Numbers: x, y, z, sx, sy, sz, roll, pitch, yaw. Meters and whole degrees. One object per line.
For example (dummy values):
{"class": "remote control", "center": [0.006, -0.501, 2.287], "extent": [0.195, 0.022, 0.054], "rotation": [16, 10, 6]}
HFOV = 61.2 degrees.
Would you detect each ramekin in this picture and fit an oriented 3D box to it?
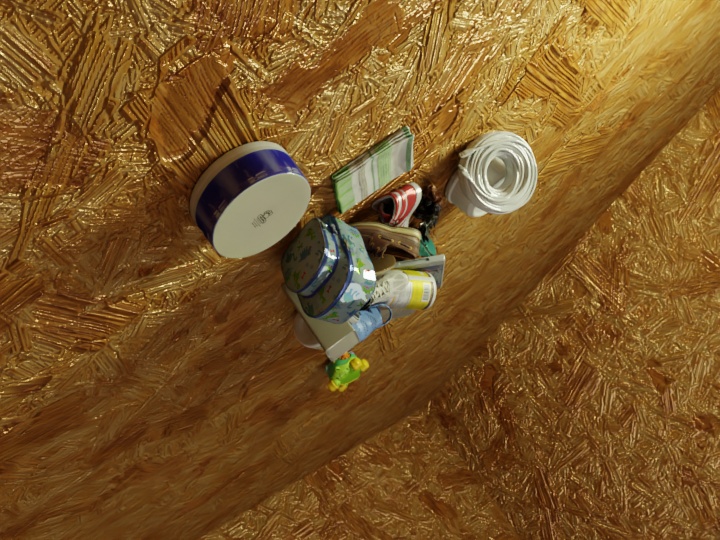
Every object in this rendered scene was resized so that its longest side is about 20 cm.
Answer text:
{"class": "ramekin", "center": [0.331, -0.233, 1.635], "extent": [0.201, 0.095, 0.203], "rotation": [-34, 158, -16]}

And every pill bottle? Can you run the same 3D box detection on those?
{"class": "pill bottle", "center": [0.110, 0.052, 1.732], "extent": [0.197, 0.110, 0.110], "rotation": [6, 137, -27]}
{"class": "pill bottle", "center": [-0.087, 0.157, 1.615], "extent": [0.111, 0.112, 0.200], "rotation": [-42, 156, 8]}

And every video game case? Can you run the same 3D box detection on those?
{"class": "video game case", "center": [0.160, 0.016, 1.829], "extent": [0.179, 0.023, 0.201], "rotation": [-9, 156, 1]}

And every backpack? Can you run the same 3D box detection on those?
{"class": "backpack", "center": [-0.073, 0.003, 1.294], "extent": [0.146, 0.201, 0.183], "rotation": [19, 123, -42]}

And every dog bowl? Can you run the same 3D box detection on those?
{"class": "dog bowl", "center": [-0.185, -0.117, 1.042], "extent": [0.199, 0.079, 0.201], "rotation": [-33, 158, -15]}

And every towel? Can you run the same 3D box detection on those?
{"class": "towel", "center": [0.031, -0.205, 1.289], "extent": [0.199, 0.031, 0.150], "rotation": [-36, 157, -10]}

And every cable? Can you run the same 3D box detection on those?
{"class": "cable", "center": [0.338, -0.240, 1.507], "extent": [0.198, 0.202, 0.069], "rotation": [-32, -165, -11]}

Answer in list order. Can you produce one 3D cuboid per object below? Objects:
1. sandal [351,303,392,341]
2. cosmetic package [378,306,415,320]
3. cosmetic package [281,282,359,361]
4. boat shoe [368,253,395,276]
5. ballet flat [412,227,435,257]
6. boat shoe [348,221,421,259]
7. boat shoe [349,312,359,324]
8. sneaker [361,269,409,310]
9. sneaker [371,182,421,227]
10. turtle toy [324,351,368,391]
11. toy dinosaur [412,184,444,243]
{"class": "sandal", "center": [0.021, 0.133, 1.622], "extent": [0.086, 0.081, 0.200], "rotation": [-11, -166, 29]}
{"class": "cosmetic package", "center": [0.080, 0.101, 1.825], "extent": [0.197, 0.074, 0.104], "rotation": [-6, 156, -32]}
{"class": "cosmetic package", "center": [-0.094, 0.104, 1.450], "extent": [0.087, 0.201, 0.104], "rotation": [-34, 159, -7]}
{"class": "boat shoe", "center": [0.000, 0.000, 1.594], "extent": [0.197, 0.072, 0.065], "rotation": [-17, 156, -24]}
{"class": "ballet flat", "center": [0.159, -0.074, 1.724], "extent": [0.069, 0.068, 0.200], "rotation": [-19, 163, 16]}
{"class": "boat shoe", "center": [0.044, -0.066, 1.408], "extent": [0.196, 0.069, 0.072], "rotation": [6, 158, -6]}
{"class": "boat shoe", "center": [-0.040, 0.046, 1.497], "extent": [0.067, 0.072, 0.201], "rotation": [-30, 117, 2]}
{"class": "sneaker", "center": [0.045, 0.064, 1.597], "extent": [0.198, 0.077, 0.115], "rotation": [-22, -168, -5]}
{"class": "sneaker", "center": [0.069, -0.117, 1.466], "extent": [0.112, 0.071, 0.202], "rotation": [-25, 147, -41]}
{"class": "turtle toy", "center": [-0.052, 0.338, 2.109], "extent": [0.146, 0.101, 0.200], "rotation": [-43, 159, 7]}
{"class": "toy dinosaur", "center": [0.166, -0.161, 1.551], "extent": [0.136, 0.101, 0.201], "rotation": [-49, 143, -17]}
